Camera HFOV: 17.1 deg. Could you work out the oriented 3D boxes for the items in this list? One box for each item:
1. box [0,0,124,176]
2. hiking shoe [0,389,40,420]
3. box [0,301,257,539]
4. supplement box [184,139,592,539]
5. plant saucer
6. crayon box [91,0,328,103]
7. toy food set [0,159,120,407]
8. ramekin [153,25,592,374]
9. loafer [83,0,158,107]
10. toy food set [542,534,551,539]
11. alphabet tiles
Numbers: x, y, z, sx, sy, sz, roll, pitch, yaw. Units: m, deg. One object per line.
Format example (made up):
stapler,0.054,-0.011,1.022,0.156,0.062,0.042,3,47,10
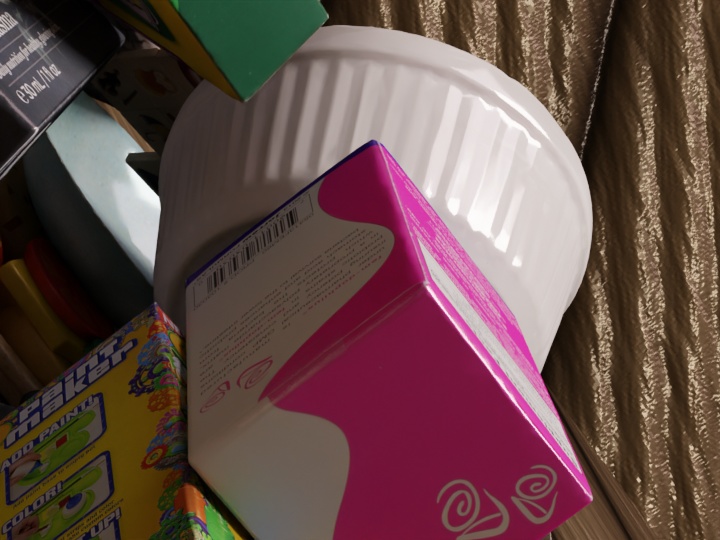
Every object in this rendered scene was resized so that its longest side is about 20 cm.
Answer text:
box,-0.213,-0.100,0.925,0.197,0.124,0.200,42,14,-8
hiking shoe,-0.093,0.095,1.053,0.086,0.075,0.200,17,-22,15
box,-0.053,0.152,0.876,0.200,0.122,0.193,50,8,-24
supplement box,0.003,0.040,0.878,0.103,0.101,0.200,52,7,-15
plant saucer,-0.114,-0.012,1.183,0.201,0.039,0.201,52,7,-9
crayon box,-0.122,-0.175,0.960,0.200,0.058,0.173,37,-12,37
toy food set,-0.146,0.021,1.166,0.198,0.049,0.200,53,7,1
ramekin,0.000,0.000,1.054,0.202,0.202,0.094,48,36,-30
loafer,-0.122,-0.132,1.187,0.073,0.071,0.200,23,-8,-3
toy food set,0.071,0.081,1.222,0.200,0.060,0.144,-103,-178,-50
alphabet tiles,-0.046,-0.035,1.153,0.167,0.008,0.200,1,-40,50
